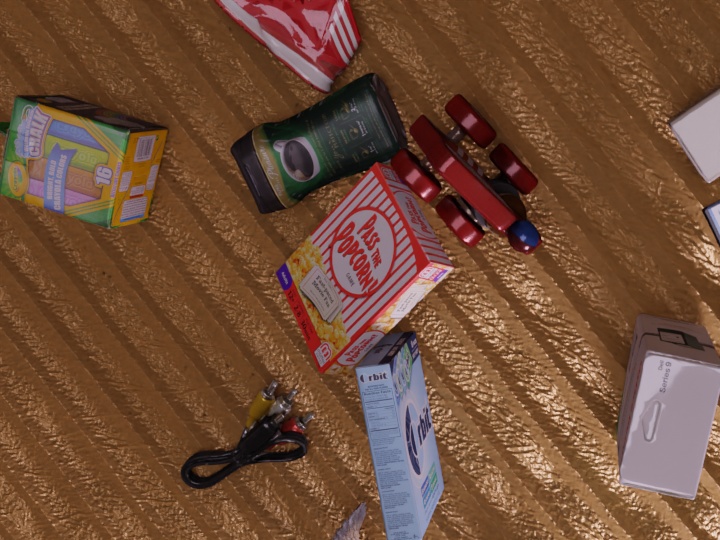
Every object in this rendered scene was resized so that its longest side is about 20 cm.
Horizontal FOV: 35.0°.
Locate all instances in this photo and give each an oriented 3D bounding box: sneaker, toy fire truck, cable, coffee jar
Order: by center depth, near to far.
[{"bbox_3d":[0.130,-0.086,1.256,0.112,0.168,0.200,-42,117,11],"label":"toy fire truck"},{"bbox_3d":[-0.083,-0.313,1.345,0.199,0.078,0.116,40,97,-8],"label":"sneaker"},{"bbox_3d":[-0.050,-0.146,1.347,0.198,0.085,0.105,-22,103,15],"label":"coffee jar"},{"bbox_3d":[-0.140,0.225,1.462,0.097,0.051,0.199,43,118,-14],"label":"cable"}]

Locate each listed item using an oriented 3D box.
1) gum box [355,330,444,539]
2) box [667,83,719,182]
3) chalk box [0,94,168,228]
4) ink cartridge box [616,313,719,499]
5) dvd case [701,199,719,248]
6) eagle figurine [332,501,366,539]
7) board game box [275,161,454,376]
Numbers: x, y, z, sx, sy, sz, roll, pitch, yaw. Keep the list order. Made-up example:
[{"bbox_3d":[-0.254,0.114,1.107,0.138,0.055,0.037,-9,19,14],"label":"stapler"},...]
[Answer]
[{"bbox_3d":[0.049,0.189,1.334,0.044,0.170,0.203,-8,97,14],"label":"gum box"},{"bbox_3d":[0.434,-0.185,1.226,0.199,0.095,0.078,-35,91,17],"label":"box"},{"bbox_3d":[-0.359,-0.141,1.401,0.197,0.124,0.126,17,102,11],"label":"chalk box"},{"bbox_3d":[0.331,0.143,1.244,0.083,0.200,0.148,11,101,10],"label":"ink cartridge box"},{"bbox_3d":[0.502,-0.048,1.270,0.198,0.018,0.144,-27,93,15],"label":"dvd case"},{"bbox_3d":[-0.020,0.400,1.408,0.200,0.151,0.152,-40,68,20],"label":"eagle figurine"},{"bbox_3d":[0.000,0.000,1.324,0.200,0.046,0.153,-46,54,27],"label":"board game box"}]
